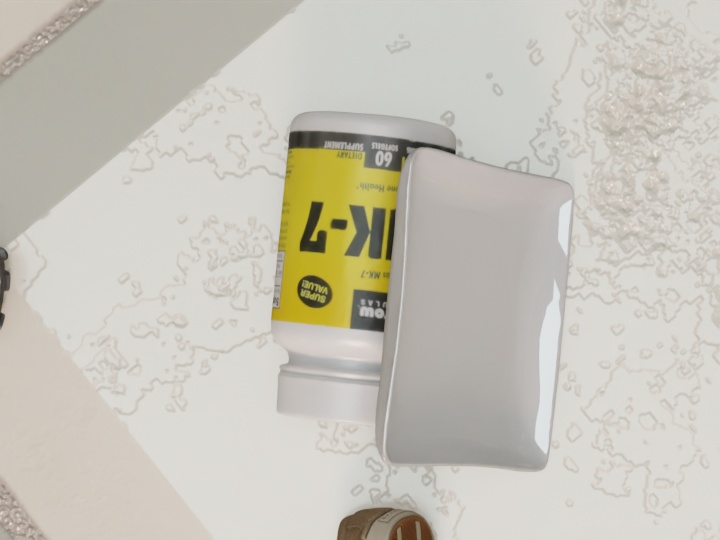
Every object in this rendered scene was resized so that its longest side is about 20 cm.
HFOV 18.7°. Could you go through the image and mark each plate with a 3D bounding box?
[{"bbox_3d":[0.071,0.029,1.440,0.032,0.199,0.201,4,88,37],"label":"plate"}]

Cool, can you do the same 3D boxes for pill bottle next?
[{"bbox_3d":[0.000,0.000,1.463,0.113,0.114,0.201,5,88,2],"label":"pill bottle"}]

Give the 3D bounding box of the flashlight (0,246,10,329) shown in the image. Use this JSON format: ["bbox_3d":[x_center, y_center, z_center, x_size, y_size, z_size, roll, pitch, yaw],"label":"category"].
[{"bbox_3d":[-0.343,0.005,1.497,0.199,0.068,0.068,6,83,1],"label":"flashlight"}]

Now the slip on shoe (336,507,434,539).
[{"bbox_3d":[0.016,0.261,1.482,0.060,0.076,0.201,-1,97,41],"label":"slip on shoe"}]
